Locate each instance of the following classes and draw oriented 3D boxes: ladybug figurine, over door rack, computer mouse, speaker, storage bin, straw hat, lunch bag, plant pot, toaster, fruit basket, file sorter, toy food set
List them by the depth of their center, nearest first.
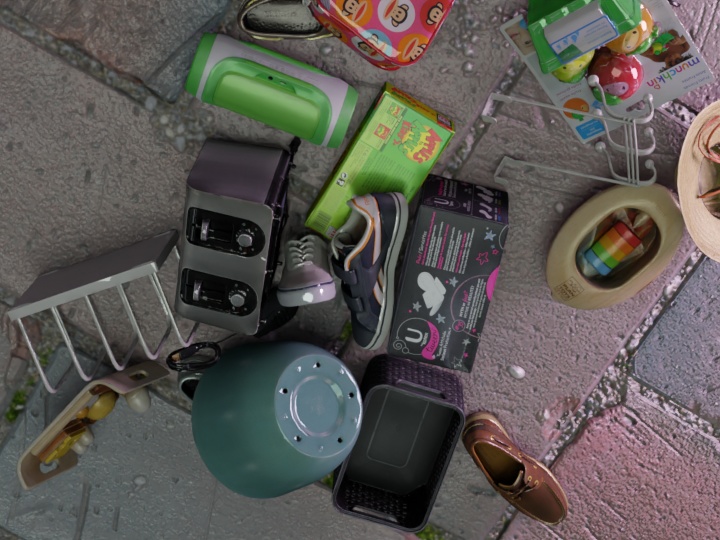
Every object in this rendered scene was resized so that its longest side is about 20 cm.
[{"bbox_3d":[0.031,-0.348,1.585,0.175,0.082,0.201,35,84,-13],"label":"lunch bag"},{"bbox_3d":[0.290,-0.252,1.632,0.184,0.094,0.201,-24,118,27],"label":"fruit basket"},{"bbox_3d":[0.251,-0.165,1.653,0.197,0.067,0.148,3,151,16],"label":"over door rack"},{"bbox_3d":[-0.106,-0.217,1.672,0.198,0.089,0.089,20,111,-6],"label":"speaker"},{"bbox_3d":[0.430,-0.110,1.692,0.199,0.085,0.204,-3,96,-29],"label":"straw hat"},{"bbox_3d":[-0.151,-0.052,1.694,0.117,0.201,0.183,11,120,0],"label":"toaster"},{"bbox_3d":[0.313,-0.035,1.738,0.200,0.072,0.136,-40,105,16],"label":"ladybug figurine"},{"bbox_3d":[-0.090,0.178,1.739,0.201,0.201,0.160,44,150,-15],"label":"plant pot"},{"bbox_3d":[-0.313,0.053,1.754,0.198,0.139,0.126,-18,106,9],"label":"file sorter"},{"bbox_3d":[-0.160,0.071,1.759,0.199,0.059,0.034,-31,145,-30],"label":"computer mouse"},{"bbox_3d":[-0.346,0.203,1.812,0.060,0.143,0.200,47,107,7],"label":"toy food set"},{"bbox_3d":[0.049,0.229,1.844,0.134,0.094,0.202,17,111,-5],"label":"storage bin"}]

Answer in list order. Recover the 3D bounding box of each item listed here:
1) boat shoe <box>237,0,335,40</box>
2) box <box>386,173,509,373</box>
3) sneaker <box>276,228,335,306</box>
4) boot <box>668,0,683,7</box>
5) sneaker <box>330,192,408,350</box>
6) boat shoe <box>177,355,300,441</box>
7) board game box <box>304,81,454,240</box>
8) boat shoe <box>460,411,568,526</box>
[{"bbox_3d":[-0.048,-0.308,1.646,0.197,0.060,0.073,-4,111,4],"label":"boat shoe"},{"bbox_3d":[0.107,0.001,1.728,0.113,0.132,0.202,13,112,0],"label":"box"},{"bbox_3d":[-0.071,-0.005,1.698,0.072,0.200,0.072,-10,103,-3],"label":"sneaker"},{"bbox_3d":[0.405,-0.359,1.615,0.199,0.070,0.132,35,113,0],"label":"boot"},{"bbox_3d":[0.000,0.000,1.703,0.079,0.078,0.202,1,108,-26],"label":"sneaker"},{"bbox_3d":[-0.155,0.183,1.842,0.199,0.072,0.070,27,111,-9],"label":"boat shoe"},{"bbox_3d":[0.023,-0.120,1.727,0.101,0.048,0.201,29,110,-10],"label":"board game box"},{"bbox_3d":[0.206,0.279,1.871,0.072,0.068,0.200,-39,106,16],"label":"boat shoe"}]
